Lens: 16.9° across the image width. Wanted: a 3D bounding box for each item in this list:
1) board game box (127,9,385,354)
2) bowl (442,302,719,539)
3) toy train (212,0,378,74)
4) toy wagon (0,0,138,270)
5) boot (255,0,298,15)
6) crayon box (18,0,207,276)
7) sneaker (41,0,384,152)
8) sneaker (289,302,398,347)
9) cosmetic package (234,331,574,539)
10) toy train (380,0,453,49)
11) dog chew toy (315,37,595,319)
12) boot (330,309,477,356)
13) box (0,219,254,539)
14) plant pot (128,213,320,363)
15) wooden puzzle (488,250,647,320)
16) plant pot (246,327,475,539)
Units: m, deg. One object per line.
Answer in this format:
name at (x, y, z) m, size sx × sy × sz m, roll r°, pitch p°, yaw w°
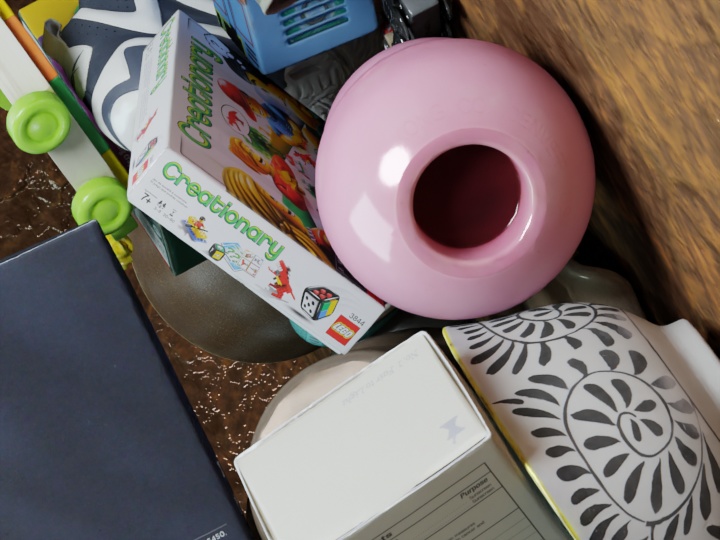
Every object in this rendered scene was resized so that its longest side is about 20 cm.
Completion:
board game box at (-0.050, -0.047, 1.167) m, size 0.126 × 0.035 × 0.200 m, roll 36°, pitch -163°, yaw -17°
bowl at (0.130, 0.083, 1.071) m, size 0.201 × 0.094 × 0.201 m, roll 56°, pitch -176°, yaw -5°
toy train at (-0.064, -0.191, 1.272) m, size 0.200 × 0.087 × 0.114 m, roll 50°, pitch 158°, yaw 49°
toy wagon at (-0.169, -0.080, 1.340) m, size 0.155 × 0.040 × 0.200 m, roll 51°, pitch 176°, yaw 48°
boot at (-0.084, -0.211, 1.159) m, size 0.200 × 0.182 × 0.073 m, roll 58°, pitch -144°, yaw -1°
crayon box at (-0.083, -0.116, 1.450) m, size 0.200 × 0.172 × 0.058 m, roll 54°, pitch 166°, yaw 34°
sneaker at (-0.089, -0.131, 1.349) m, size 0.130 × 0.199 × 0.080 m, roll 38°, pitch 136°, yaw 32°
sneaker at (0.000, 0.000, 1.295) m, size 0.200 × 0.077 × 0.080 m, roll -68°, pitch -12°, yaw -68°
cosmetic package at (0.041, 0.128, 1.057) m, size 0.200 × 0.103 × 0.073 m, roll 54°, pitch -177°, yaw -44°
toy train at (0.027, -0.112, 1.260) m, size 0.046 × 0.034 × 0.200 m, roll 62°, pitch 175°, yaw 15°
dog chew toy at (0.036, -0.052, 1.122) m, size 0.125 × 0.124 × 0.200 m, roll 60°, pitch -179°, yaw -15°
boot at (0.039, 0.130, 1.335) m, size 0.200 × 0.182 × 0.073 m, roll 46°, pitch 180°, yaw 15°
box at (-0.148, 0.088, 1.237) m, size 0.199 × 0.123 × 0.200 m, roll 64°, pitch 171°, yaw -3°
plant pot at (-0.038, -0.040, 1.581) m, size 0.187 × 0.187 × 0.200 m, roll 59°, pitch 160°, yaw -5°
wooden puzzle at (0.120, 0.038, 1.286) m, size 0.185 × 0.037 × 0.200 m, roll 62°, pitch 168°, yaw -28°
plant pot at (0.022, 0.115, 1.215) m, size 0.200 × 0.200 × 0.175 m, roll 56°, pitch -176°, yaw 19°
